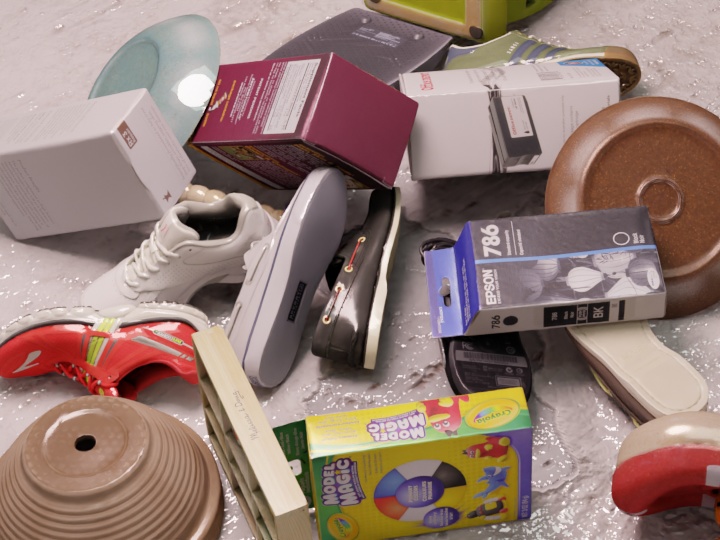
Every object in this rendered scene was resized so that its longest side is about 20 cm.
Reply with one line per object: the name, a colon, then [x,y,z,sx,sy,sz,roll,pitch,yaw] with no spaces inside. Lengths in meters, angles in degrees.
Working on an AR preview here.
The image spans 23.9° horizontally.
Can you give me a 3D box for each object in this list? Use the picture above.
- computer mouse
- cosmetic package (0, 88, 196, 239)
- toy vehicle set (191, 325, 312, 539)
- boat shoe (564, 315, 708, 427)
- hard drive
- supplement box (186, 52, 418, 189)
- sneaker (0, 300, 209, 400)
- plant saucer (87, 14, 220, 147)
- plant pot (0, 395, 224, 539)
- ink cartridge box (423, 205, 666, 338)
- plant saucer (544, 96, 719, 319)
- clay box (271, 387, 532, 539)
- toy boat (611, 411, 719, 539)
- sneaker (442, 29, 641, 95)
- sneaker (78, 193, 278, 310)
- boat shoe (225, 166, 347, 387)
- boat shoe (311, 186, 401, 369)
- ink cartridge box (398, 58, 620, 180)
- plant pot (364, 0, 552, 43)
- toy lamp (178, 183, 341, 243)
computer mouse: [0.127,0.056,1.479,0.139,0.046,0.201,3,45,-16]
cosmetic package: [-0.259,-0.096,1.571,0.198,0.102,0.074,-6,38,34]
toy vehicle set: [-0.083,0.154,1.332,0.026,0.125,0.201,-18,45,-14]
boat shoe: [0.224,0.072,1.437,0.071,0.060,0.200,-24,47,-15]
hard drive: [-0.005,-0.207,1.726,0.134,0.043,0.200,20,34,23]
supplement box: [-0.055,-0.133,1.561,0.199,0.110,0.087,3,71,53]
sneaker: [-0.226,0.078,1.463,0.197,0.077,0.086,-8,69,10]
plant saucer: [-0.217,-0.170,1.653,0.200,0.039,0.203,-28,47,34]
plant pot: [-0.212,0.167,1.354,0.198,0.093,0.202,-3,45,3]
ink cartridge box: [0.153,0.001,1.441,0.197,0.039,0.100,-7,51,2]
plant saucer: [0.263,-0.059,1.503,0.198,0.037,0.203,0,82,2]
clay box: [0.033,0.157,1.326,0.197,0.116,0.048,-9,45,-3]
toy boat: [0.288,0.186,1.290,0.198,0.131,0.132,8,74,13]
sneaker: [0.178,-0.213,1.725,0.198,0.067,0.091,-11,49,-1]
sneaker: [-0.170,-0.016,1.514,0.199,0.100,0.078,-29,57,-2]
boat shoe: [-0.073,-0.001,1.483,0.065,0.074,0.202,15,76,31]
boat shoe: [0.000,-0.002,1.521,0.062,0.074,0.203,10,50,4]
ink cartridge box: [0.138,-0.145,1.611,0.197,0.085,0.145,-4,14,1]
plant pot: [0.104,-0.359,1.786,0.198,0.200,0.182,20,48,22]
toy lamp: [-0.110,-0.055,1.601,0.198,0.059,0.058,16,48,24]
